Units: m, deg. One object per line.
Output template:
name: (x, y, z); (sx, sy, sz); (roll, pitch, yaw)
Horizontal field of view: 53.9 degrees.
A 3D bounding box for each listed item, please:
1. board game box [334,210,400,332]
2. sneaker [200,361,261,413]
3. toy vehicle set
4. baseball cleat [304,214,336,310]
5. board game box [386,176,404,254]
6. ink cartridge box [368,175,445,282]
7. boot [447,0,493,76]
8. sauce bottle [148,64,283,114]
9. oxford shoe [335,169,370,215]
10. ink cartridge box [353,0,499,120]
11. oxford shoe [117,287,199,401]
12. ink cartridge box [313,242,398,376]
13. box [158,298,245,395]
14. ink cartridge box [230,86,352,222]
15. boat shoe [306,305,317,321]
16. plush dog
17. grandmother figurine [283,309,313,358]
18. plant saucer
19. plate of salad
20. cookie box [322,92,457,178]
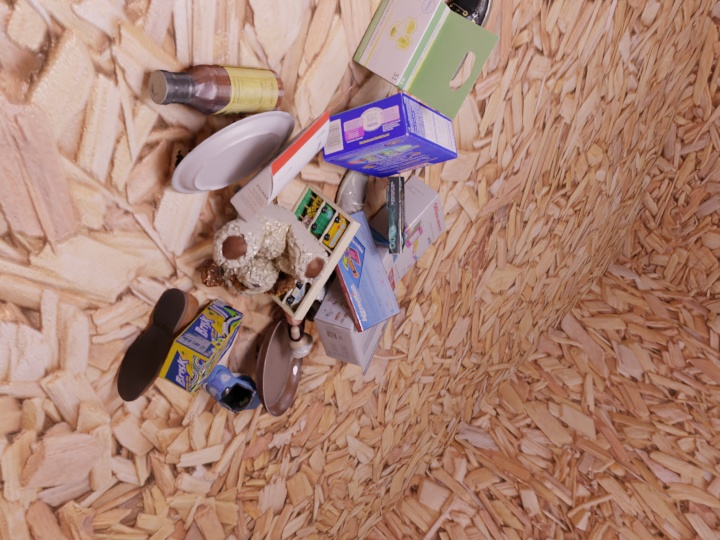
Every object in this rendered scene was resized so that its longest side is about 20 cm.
board game box: (0.000, 0.000, 1.298); (0.101, 0.205, 0.019); (-20, 180, -40)
sneaker: (-0.244, 0.248, 1.391); (0.079, 0.089, 0.200); (-49, 153, -3)
toy vehicle set: (-0.098, -0.033, 1.255); (0.203, 0.123, 0.026); (-58, 152, 9)
baseball cleat: (-0.078, -0.007, 1.330); (0.203, 0.068, 0.108); (79, 16, -44)
board game box: (0.069, -0.110, 1.350); (0.200, 0.027, 0.140); (-50, 139, -81)
ink cartridge box: (0.091, -0.082, 1.543); (0.201, 0.084, 0.145); (-48, 153, -12)
boot: (0.147, -0.434, 1.235); (0.152, 0.073, 0.207); (-10, 131, -51)
sauce bottle: (-0.188, -0.240, 0.938); (0.197, 0.066, 0.067); (-13, 134, -49)
oxford shoe: (-0.017, -0.119, 1.360); (0.074, 0.057, 0.204); (-6, 126, -53)
ink cartridge box: (0.099, -0.350, 1.113); (0.048, 0.199, 0.148); (6, 118, -58)
oxford shoe: (-0.322, 0.127, 1.150); (0.202, 0.071, 0.071); (-56, 158, 3)
ink cartridge box: (-0.001, 0.075, 1.399); (0.178, 0.082, 0.203); (76, 34, -51)
box: (-0.254, 0.119, 1.157); (0.071, 0.063, 0.200); (-61, -179, 18)
ink cartridge box: (-0.092, -0.167, 1.035); (0.198, 0.057, 0.163); (-22, -155, 48)
boat shoe: (-0.050, 0.047, 1.499); (0.198, 0.073, 0.073); (-27, 162, -48)
plush dog: (-0.171, -0.029, 1.168); (0.196, 0.163, 0.173); (12, 132, -30)
grandmother figurine: (-0.129, 0.087, 1.381); (0.123, 0.059, 0.204); (-74, 164, -51)
plant saucer: (-0.166, 0.191, 1.433); (0.200, 0.031, 0.207); (7, 90, -74)
plate of salad: (-0.182, -0.173, 1.003); (0.197, 0.049, 0.200); (-30, 173, -4)
cookie box: (0.051, -0.225, 1.218); (0.198, 0.167, 0.078); (5, 76, -59)
